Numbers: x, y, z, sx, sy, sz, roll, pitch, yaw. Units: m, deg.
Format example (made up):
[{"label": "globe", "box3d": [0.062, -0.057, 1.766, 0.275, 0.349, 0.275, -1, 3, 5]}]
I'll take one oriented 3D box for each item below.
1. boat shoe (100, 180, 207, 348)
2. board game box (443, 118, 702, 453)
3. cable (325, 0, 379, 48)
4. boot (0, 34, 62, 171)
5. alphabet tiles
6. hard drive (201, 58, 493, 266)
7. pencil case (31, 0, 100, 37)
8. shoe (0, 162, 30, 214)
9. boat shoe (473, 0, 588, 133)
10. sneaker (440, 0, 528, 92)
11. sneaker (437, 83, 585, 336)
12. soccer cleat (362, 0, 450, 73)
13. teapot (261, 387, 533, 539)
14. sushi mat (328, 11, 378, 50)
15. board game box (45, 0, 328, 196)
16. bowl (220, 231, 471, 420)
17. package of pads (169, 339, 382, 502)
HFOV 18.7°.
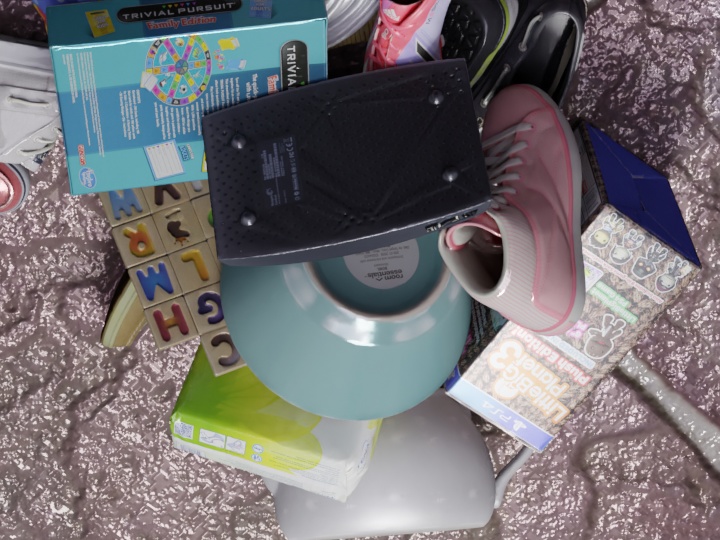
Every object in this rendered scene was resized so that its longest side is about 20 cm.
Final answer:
[{"label": "boat shoe", "box3d": [-0.141, -0.013, 1.743, 0.063, 0.073, 0.202, 30, 105, -11]}, {"label": "board game box", "box3d": [0.157, 0.010, 1.715, 0.096, 0.160, 0.200, 33, 112, -18]}, {"label": "cable", "box3d": [-0.065, -0.253, 1.610, 0.198, 0.069, 0.202, -4, 117, 3]}, {"label": "boot", "box3d": [-0.235, -0.123, 1.673, 0.198, 0.074, 0.097, 11, 100, 1]}, {"label": "alphabet tiles", "box3d": [-0.103, -0.028, 1.672, 0.165, 0.006, 0.202, -19, 81, -20]}, {"label": "hard drive", "box3d": [-0.010, -0.072, 1.562, 0.198, 0.136, 0.042, -12, 151, 5]}, {"label": "pencil case", "box3d": [-0.229, -0.263, 1.602, 0.086, 0.078, 0.201, -23, 113, 6]}, {"label": "shoe", "box3d": [-0.356, -0.076, 1.689, 0.198, 0.091, 0.072, 19, 115, -12]}, {"label": "boat shoe", "box3d": [0.121, -0.131, 1.695, 0.072, 0.063, 0.201, 18, 115, -11]}, {"label": "sneaker", "box3d": [0.068, -0.153, 1.677, 0.072, 0.083, 0.200, 51, 133, 6]}, {"label": "sneaker", "box3d": [0.106, -0.056, 1.598, 0.075, 0.202, 0.104, -26, 150, 39]}, {"label": "soccer cleat", "box3d": [0.032, -0.179, 1.583, 0.066, 0.076, 0.201, 34, 128, 20]}, {"label": "teapot", "box3d": [0.021, 0.143, 1.787, 0.196, 0.199, 0.148, -9, 80, 35]}, {"label": "sushi mat", "box3d": [-0.008, -0.264, 1.650, 0.095, 0.012, 0.202, -7, 117, 3]}, {"label": "board game box", "box3d": [-0.123, -0.134, 1.601, 0.198, 0.047, 0.152, -7, 139, -6]}, {"label": "bowl", "box3d": [0.000, 0.000, 1.626, 0.199, 0.203, 0.105, 12, 157, -8]}, {"label": "package of pads", "box3d": [-0.045, 0.069, 1.702, 0.153, 0.201, 0.068, 17, 149, 6]}]
